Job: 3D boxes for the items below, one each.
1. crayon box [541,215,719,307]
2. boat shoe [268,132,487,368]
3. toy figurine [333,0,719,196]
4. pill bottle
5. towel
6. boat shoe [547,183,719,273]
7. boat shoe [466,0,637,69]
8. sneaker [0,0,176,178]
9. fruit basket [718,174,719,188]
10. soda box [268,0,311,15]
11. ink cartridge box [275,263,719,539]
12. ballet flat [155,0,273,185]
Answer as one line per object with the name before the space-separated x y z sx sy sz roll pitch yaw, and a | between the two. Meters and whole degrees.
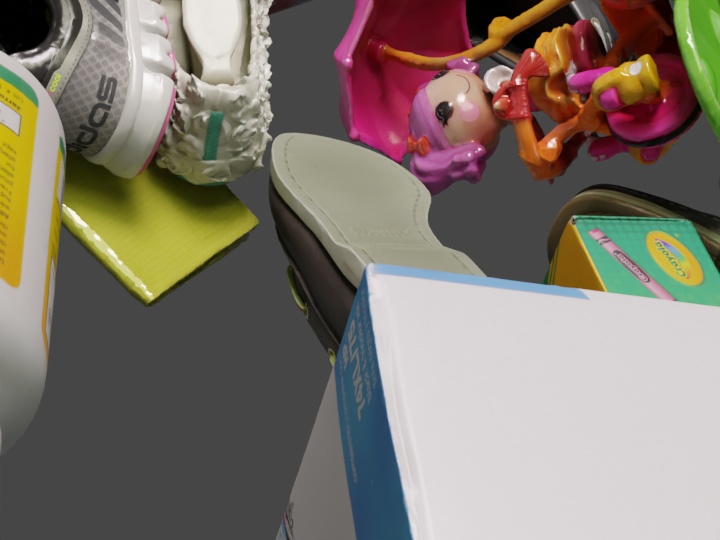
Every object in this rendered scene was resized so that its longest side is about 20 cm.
crayon box | 0.119 0.089 1.016 0.058 0.119 0.201 1 42 -22
boat shoe | 0.000 0.000 1.110 0.071 0.061 0.201 6 22 -19
toy figurine | 0.076 -0.091 1.181 0.150 0.183 0.201 45 30 -44
pill bottle | -0.171 0.009 0.991 0.112 0.113 0.201 11 39 -11
towel | -0.137 -0.069 1.139 0.200 0.018 0.086 45 43 8
boat shoe | 0.177 0.018 1.171 0.200 0.072 0.066 27 33 1
boat shoe | 0.052 -0.154 1.313 0.199 0.072 0.068 36 37 16
sneaker | -0.138 -0.133 1.125 0.087 0.074 0.201 10 53 -36
fruit basket | 0.289 -0.086 1.233 0.215 0.217 0.155 39 42 23
soda box | -0.103 -0.206 1.316 0.070 0.064 0.200 -25 57 -41
ink cartridge box | 0.052 0.126 0.877 0.146 0.201 0.147 7 38 -15
ballet flat | -0.068 -0.128 1.168 0.071 0.072 0.201 4 50 -19
